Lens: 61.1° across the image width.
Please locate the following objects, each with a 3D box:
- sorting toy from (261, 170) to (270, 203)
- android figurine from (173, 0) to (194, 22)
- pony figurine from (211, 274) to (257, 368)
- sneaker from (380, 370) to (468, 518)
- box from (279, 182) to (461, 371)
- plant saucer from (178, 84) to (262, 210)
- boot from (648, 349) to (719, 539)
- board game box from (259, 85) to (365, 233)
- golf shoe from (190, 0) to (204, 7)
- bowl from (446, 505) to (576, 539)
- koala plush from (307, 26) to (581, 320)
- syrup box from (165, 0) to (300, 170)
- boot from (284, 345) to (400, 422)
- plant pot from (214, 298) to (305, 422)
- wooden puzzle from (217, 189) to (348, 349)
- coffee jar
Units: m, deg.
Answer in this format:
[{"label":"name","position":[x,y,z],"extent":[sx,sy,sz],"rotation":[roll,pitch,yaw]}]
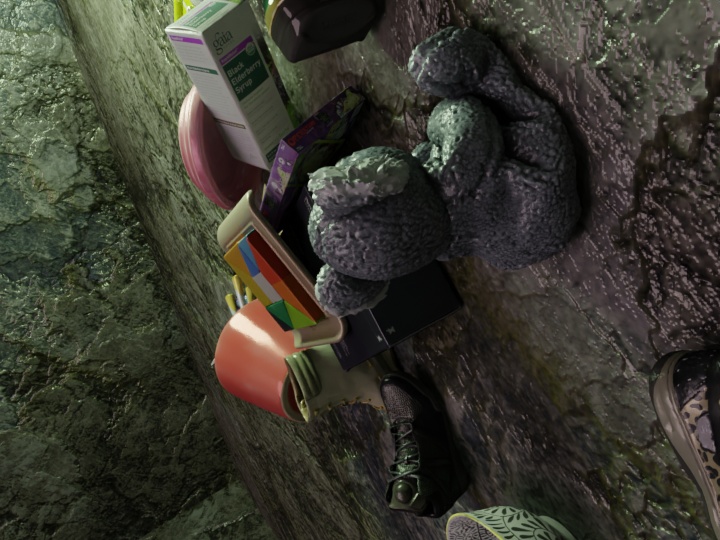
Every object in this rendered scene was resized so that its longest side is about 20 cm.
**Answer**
[{"label":"sorting toy","position":[-0.114,-0.047,1.024],"extent":[0.186,0.036,0.200],"rotation":[58,160,16]},{"label":"android figurine","position":[-0.247,-0.368,0.978],"extent":[0.183,0.041,0.200],"rotation":[60,158,11]},{"label":"pony figurine","position":[-0.252,0.135,1.368],"extent":[0.193,0.165,0.202],"rotation":[-52,50,55]},{"label":"sneaker","position":[0.069,0.236,0.801],"extent":[0.076,0.114,0.201],"rotation":[-17,98,37]},{"label":"box","position":[0.000,0.000,0.741],"extent":[0.201,0.103,0.182],"rotation":[62,158,6]},{"label":"plant saucer","position":[-0.204,-0.189,0.891],"extent":[0.050,0.201,0.202],"rotation":[-1,122,15]},{"label":"boot","position":[0.273,0.126,0.339],"extent":[0.205,0.073,0.154],"rotation":[61,154,9]},{"label":"board game box","position":[-0.067,-0.118,0.727],"extent":[0.032,0.120,0.200],"rotation":[38,148,1]},{"label":"golf shoe","position":[-0.188,-0.382,0.752],"extent":[0.199,0.097,0.079],"rotation":[14,82,54]},{"label":"bowl","position":[0.194,0.338,0.678],"extent":[0.201,0.094,0.202],"rotation":[46,151,35]},{"label":"koala plush","position":[0.046,-0.055,0.474],"extent":[0.184,0.199,0.178],"rotation":[51,152,28]},{"label":"syrup box","position":[-0.155,-0.238,0.786],"extent":[0.081,0.079,0.201],"rotation":[23,150,35]},{"label":"boot","position":[-0.009,0.182,0.871],"extent":[0.202,0.154,0.072],"rotation":[65,156,0]},{"label":"plant pot","position":[-0.136,0.169,1.102],"extent":[0.177,0.200,0.202],"rotation":[23,134,44]},{"label":"wooden puzzle","position":[-0.110,0.013,0.764],"extent":[0.201,0.037,0.185],"rotation":[56,155,-6]},{"label":"coffee jar","position":[-0.068,-0.304,0.589],"extent":[0.201,0.104,0.085],"rotation":[63,159,5]}]
